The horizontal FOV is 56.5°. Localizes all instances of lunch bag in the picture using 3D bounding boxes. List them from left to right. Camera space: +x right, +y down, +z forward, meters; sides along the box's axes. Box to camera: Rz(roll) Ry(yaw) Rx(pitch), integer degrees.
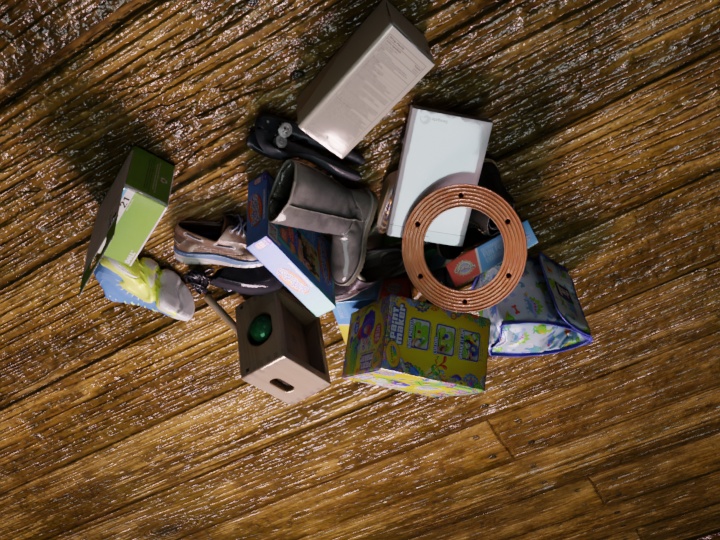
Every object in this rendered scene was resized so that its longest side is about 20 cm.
[{"bbox_3d":[0.329,0.065,1.276,0.194,0.173,0.129,3,139,-11],"label":"lunch bag"}]

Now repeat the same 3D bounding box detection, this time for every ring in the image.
[{"bbox_3d":[0.161,-0.034,1.049,0.194,0.019,0.207,4,106,14],"label":"ring"}]

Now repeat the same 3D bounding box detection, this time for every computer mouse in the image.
[{"bbox_3d":[-0.211,0.022,1.200,0.194,0.054,0.138,-8,173,-10],"label":"computer mouse"}]

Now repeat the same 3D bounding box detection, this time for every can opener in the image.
[{"bbox_3d":[-0.078,-0.193,1.047,0.195,0.078,0.065,12,94,-24],"label":"can opener"}]

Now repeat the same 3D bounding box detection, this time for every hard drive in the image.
[{"bbox_3d":[0.121,-0.145,1.053,0.128,0.027,0.205,8,112,-8],"label":"hard drive"}]

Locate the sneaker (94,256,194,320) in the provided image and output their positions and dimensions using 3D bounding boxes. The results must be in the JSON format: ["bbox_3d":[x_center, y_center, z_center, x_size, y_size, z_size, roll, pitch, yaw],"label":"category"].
[{"bbox_3d":[-0.395,0.031,1.210,0.103,0.077,0.200,-21,128,30],"label":"sneaker"}]

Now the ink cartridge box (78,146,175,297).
[{"bbox_3d":[-0.355,-0.063,1.019,0.074,0.203,0.148,23,128,-29],"label":"ink cartridge box"}]

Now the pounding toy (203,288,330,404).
[{"bbox_3d":[-0.177,0.131,1.273,0.140,0.188,0.199,-28,141,19],"label":"pounding toy"}]

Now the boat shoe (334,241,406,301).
[{"bbox_3d":[0.000,0.000,1.179,0.195,0.074,0.065,-19,171,14],"label":"boat shoe"}]

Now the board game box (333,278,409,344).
[{"bbox_3d":[0.032,0.093,1.304,0.148,0.041,0.202,-5,144,9],"label":"board game box"}]

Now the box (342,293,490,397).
[{"bbox_3d":[0.091,0.138,1.156,0.187,0.126,0.199,14,164,-18],"label":"box"}]

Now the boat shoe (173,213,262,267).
[{"bbox_3d":[-0.222,-0.053,1.144,0.194,0.073,0.074,-3,129,-11],"label":"boat shoe"}]

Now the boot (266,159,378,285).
[{"bbox_3d":[-0.066,-0.069,1.072,0.198,0.071,0.187,3,102,-54],"label":"boot"}]

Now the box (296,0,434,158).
[{"bbox_3d":[0.003,-0.270,0.958,0.094,0.079,0.199,31,123,-33],"label":"box"}]

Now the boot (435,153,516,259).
[{"bbox_3d":[0.187,-0.074,1.122,0.075,0.140,0.204,4,127,-16],"label":"boot"}]

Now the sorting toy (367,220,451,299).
[{"bbox_3d":[0.076,-0.015,1.252,0.182,0.037,0.200,23,127,-28],"label":"sorting toy"}]

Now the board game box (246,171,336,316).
[{"bbox_3d":[-0.113,-0.041,1.115,0.044,0.155,0.200,-25,133,19],"label":"board game box"}]

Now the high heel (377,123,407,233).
[{"bbox_3d":[0.110,-0.133,1.111,0.138,0.072,0.204,13,123,-12],"label":"high heel"}]

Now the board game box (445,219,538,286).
[{"bbox_3d":[0.229,-0.032,1.159,0.150,0.041,0.200,-29,177,12],"label":"board game box"}]

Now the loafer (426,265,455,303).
[{"bbox_3d":[0.148,0.042,1.277,0.061,0.074,0.201,-4,158,5],"label":"loafer"}]
